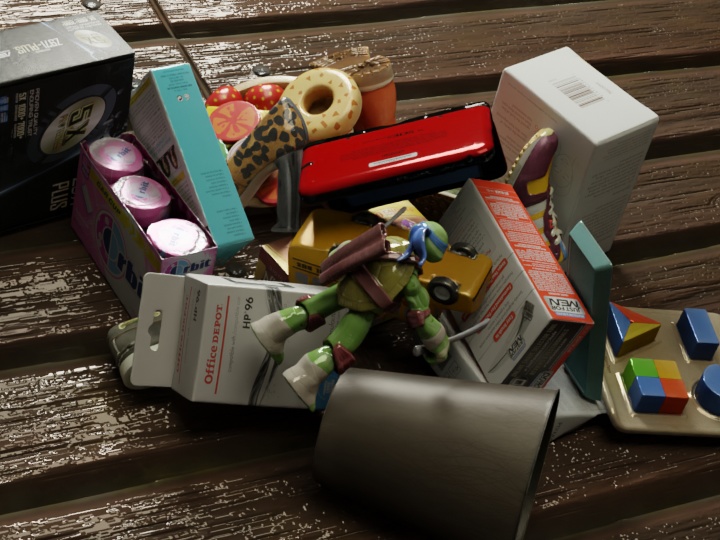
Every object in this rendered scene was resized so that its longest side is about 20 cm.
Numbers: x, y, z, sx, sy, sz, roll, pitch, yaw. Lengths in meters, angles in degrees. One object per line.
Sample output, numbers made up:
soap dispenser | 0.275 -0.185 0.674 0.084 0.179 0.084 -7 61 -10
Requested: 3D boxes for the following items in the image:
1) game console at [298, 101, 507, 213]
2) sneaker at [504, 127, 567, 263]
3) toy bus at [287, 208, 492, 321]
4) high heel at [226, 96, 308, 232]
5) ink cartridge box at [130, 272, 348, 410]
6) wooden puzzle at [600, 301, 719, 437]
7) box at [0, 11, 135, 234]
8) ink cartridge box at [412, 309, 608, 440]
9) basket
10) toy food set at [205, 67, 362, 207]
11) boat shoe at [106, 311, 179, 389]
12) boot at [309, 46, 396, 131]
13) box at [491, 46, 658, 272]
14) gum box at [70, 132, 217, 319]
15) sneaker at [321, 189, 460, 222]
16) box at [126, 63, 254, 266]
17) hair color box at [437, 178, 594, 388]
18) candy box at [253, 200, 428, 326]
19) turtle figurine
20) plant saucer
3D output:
game console | 0.049 -0.090 1.692 0.199 0.119 0.172 -13 28 9
sneaker | 0.192 -0.054 1.783 0.090 0.200 0.075 24 23 11
toy bus | 0.029 0.000 1.649 0.200 0.078 0.065 18 46 16
high heel | -0.151 -0.119 1.769 0.199 0.143 0.071 5 8 16
ink cartridge box | -0.111 0.068 1.575 0.200 0.116 0.068 5 5 -26
wooden puzzle | 0.337 0.098 1.754 0.199 0.046 0.185 8 40 -18
box | -0.334 -0.152 1.718 0.164 0.200 0.086 -18 49 -34
ink cartridge box | 0.172 0.111 1.719 0.200 0.057 0.163 7 37 -42
basket | 0.066 0.172 1.533 0.200 0.181 0.136 14 -1 11
toy food set | -0.101 -0.150 1.861 0.199 0.049 0.198 5 55 12
boat shoe | -0.153 0.059 1.639 0.201 0.072 0.060 -16 54 -26
boot | -0.005 -0.210 1.989 0.075 0.107 0.200 -20 23 -9
box | 0.224 -0.122 1.859 0.106 0.200 0.152 -23 54 -35
gum box | -0.228 -0.040 1.693 0.066 0.114 0.200 -16 49 -31
sneaker | 0.056 -0.099 1.882 0.200 0.067 0.090 11 46 -1
box | -0.179 -0.106 1.700 0.049 0.082 0.200 -15 79 -33
hair color box | 0.145 0.016 1.668 0.064 0.111 0.200 7 42 -35
candy box | 0.000 0.000 1.765 0.200 0.057 0.117 -18 51 -34
turtle figurine | 0.011 0.043 1.516 0.194 0.200 0.144 -36 89 -1
plant saucer | 0.224 0.045 1.645 0.019 0.200 0.070 -17 47 -12
